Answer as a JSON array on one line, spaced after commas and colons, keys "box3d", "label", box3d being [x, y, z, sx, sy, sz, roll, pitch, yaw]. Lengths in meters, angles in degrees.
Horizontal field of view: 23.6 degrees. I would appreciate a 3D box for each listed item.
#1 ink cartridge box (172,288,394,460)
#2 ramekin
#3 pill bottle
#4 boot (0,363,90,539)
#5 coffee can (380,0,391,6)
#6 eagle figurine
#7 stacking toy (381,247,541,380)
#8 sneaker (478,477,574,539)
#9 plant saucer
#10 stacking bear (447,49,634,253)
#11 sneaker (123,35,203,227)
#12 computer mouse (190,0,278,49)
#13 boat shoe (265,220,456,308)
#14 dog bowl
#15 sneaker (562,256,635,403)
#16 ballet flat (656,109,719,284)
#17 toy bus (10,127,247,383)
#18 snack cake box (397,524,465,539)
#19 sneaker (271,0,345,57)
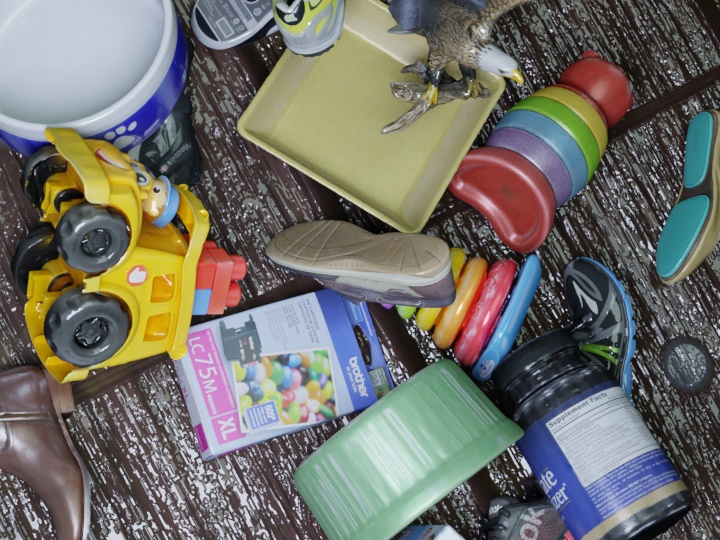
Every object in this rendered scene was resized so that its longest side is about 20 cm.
[{"box3d": [-0.067, 0.088, 1.584, 0.200, 0.042, 0.120, -15, 82, -24], "label": "ink cartridge box"}, {"box3d": [0.037, 0.166, 1.517, 0.200, 0.200, 0.098, -34, 81, -24], "label": "ramekin"}, {"box3d": [0.205, 0.158, 1.566, 0.112, 0.112, 0.200, -23, 70, -23], "label": "pill bottle"}, {"box3d": [-0.336, 0.170, 1.453, 0.200, 0.064, 0.187, -5, 64, -24], "label": "boot"}, {"box3d": [0.084, -0.338, 1.662, 0.146, 0.200, 0.147, 5, 74, -18], "label": "coffee can"}, {"box3d": [0.100, -0.227, 1.564, 0.151, 0.200, 0.152, 16, 47, 3], "label": "eagle figurine"}, {"box3d": [0.060, 0.011, 1.624, 0.200, 0.116, 0.110, 26, 66, 1], "label": "stacking toy"}, {"box3d": [0.134, 0.266, 1.588, 0.098, 0.071, 0.200, 48, 64, -2], "label": "sneaker"}, {"box3d": [0.009, -0.152, 1.659, 0.200, 0.048, 0.200, 31, 68, 0], "label": "plant saucer"}, {"box3d": [0.194, -0.134, 1.700, 0.121, 0.114, 0.200, 44, 62, -4], "label": "stacking bear"}, {"box3d": [-0.183, -0.118, 1.592, 0.087, 0.076, 0.200, 28, 70, -28], "label": "sneaker"}, {"box3d": [-0.072, -0.276, 1.653, 0.200, 0.044, 0.110, -32, 70, 2], "label": "computer mouse"}, {"box3d": [0.000, 0.000, 1.568, 0.072, 0.200, 0.065, -49, 132, -39], "label": "boat shoe"}, {"box3d": [-0.257, -0.197, 1.529, 0.200, 0.079, 0.200, -3, 68, 6], "label": "dog bowl"}, {"box3d": [0.217, 0.083, 1.665, 0.083, 0.071, 0.200, 5, 77, -24], "label": "sneaker"}, {"box3d": [0.356, -0.069, 1.760, 0.063, 0.069, 0.200, 27, 69, -26], "label": "ballet flat"}, {"box3d": [-0.190, -0.018, 1.481, 0.192, 0.136, 0.200, -4, 122, -25], "label": "toy bus"}, {"box3d": [0.020, 0.316, 1.499, 0.067, 0.115, 0.200, 43, 73, -4], "label": "snack cake box"}, {"box3d": [-0.042, -0.301, 1.590, 0.075, 0.076, 0.200, -3, 72, 13], "label": "sneaker"}]
